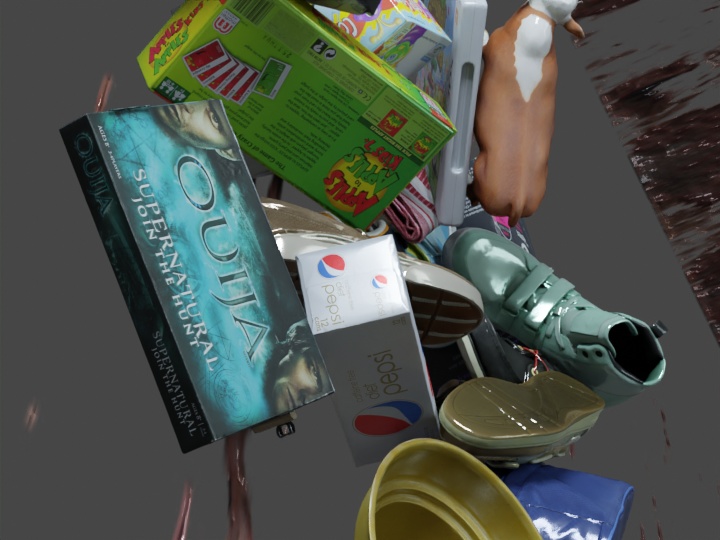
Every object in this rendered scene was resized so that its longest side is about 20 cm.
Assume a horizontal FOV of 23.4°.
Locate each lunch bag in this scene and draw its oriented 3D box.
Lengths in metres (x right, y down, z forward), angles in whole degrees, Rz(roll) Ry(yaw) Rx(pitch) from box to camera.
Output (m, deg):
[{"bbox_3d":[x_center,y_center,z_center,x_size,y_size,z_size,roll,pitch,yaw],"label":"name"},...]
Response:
[{"bbox_3d":[0.119,0.213,1.288,0.200,0.132,0.136,-16,120,-76],"label":"lunch bag"}]

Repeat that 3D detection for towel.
[{"bbox_3d":[0.020,-0.094,1.397,0.144,0.023,0.200,49,16,0],"label":"towel"}]

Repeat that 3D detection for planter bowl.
[{"bbox_3d":[0.045,0.216,1.121,0.200,0.083,0.201,36,36,-32],"label":"planter bowl"}]

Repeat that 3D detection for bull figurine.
[{"bbox_3d":[0.118,-0.135,1.330,0.121,0.065,0.201,-145,-115,-78],"label":"bull figurine"}]

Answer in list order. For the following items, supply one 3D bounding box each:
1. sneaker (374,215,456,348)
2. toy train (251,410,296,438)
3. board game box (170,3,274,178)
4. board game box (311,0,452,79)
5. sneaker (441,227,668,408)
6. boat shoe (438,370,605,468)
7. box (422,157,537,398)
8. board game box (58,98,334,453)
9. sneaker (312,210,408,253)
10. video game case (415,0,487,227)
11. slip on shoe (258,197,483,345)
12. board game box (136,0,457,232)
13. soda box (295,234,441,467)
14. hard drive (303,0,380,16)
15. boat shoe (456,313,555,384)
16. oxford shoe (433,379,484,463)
[{"bbox_3d":[0.034,-0.039,1.474,0.131,0.079,0.200,29,41,-68],"label":"sneaker"},{"bbox_3d":[-0.084,0.011,1.101,0.200,0.034,0.046,69,20,5],"label":"toy train"},{"bbox_3d":[-0.072,-0.143,1.341,0.135,0.034,0.200,68,16,0],"label":"board game box"},{"bbox_3d":[-0.042,-0.219,1.278,0.200,0.103,0.105,55,16,14],"label":"board game box"},{"bbox_3d":[0.162,0.027,1.402,0.200,0.074,0.118,41,-22,-7],"label":"sneaker"},{"bbox_3d":[0.114,0.119,1.283,0.073,0.063,0.201,34,19,22],"label":"boat shoe"},{"bbox_3d":[0.105,0.019,1.576,0.122,0.106,0.200,30,41,-64],"label":"box"},{"bbox_3d":[-0.094,-0.003,1.038,0.135,0.028,0.200,-17,85,-58],"label":"board game box"},{"bbox_3d":[0.012,0.006,1.338,0.200,0.078,0.080,30,47,-63],"label":"sneaker"},{"bbox_3d":[0.068,-0.160,1.382,0.200,0.022,0.182,-99,-168,-62],"label":"video game case"},{"bbox_3d":[0.000,0.000,1.213,0.200,0.076,0.061,13,49,-28],"label":"slip on shoe"},{"bbox_3d":[-0.041,-0.118,1.177,0.200,0.102,0.048,34,17,-34],"label":"board game box"},{"bbox_3d":[0.009,0.059,1.185,0.200,0.068,0.064,74,3,-58],"label":"soda box"},{"bbox_3d":[-0.092,-0.233,1.149,0.038,0.200,0.140,-63,148,-11],"label":"hard drive"},{"bbox_3d":[0.123,0.084,1.390,0.201,0.063,0.074,55,11,-50],"label":"boat shoe"},{"bbox_3d":[0.076,0.131,1.413,0.200,0.073,0.085,46,20,-77],"label":"oxford shoe"}]
